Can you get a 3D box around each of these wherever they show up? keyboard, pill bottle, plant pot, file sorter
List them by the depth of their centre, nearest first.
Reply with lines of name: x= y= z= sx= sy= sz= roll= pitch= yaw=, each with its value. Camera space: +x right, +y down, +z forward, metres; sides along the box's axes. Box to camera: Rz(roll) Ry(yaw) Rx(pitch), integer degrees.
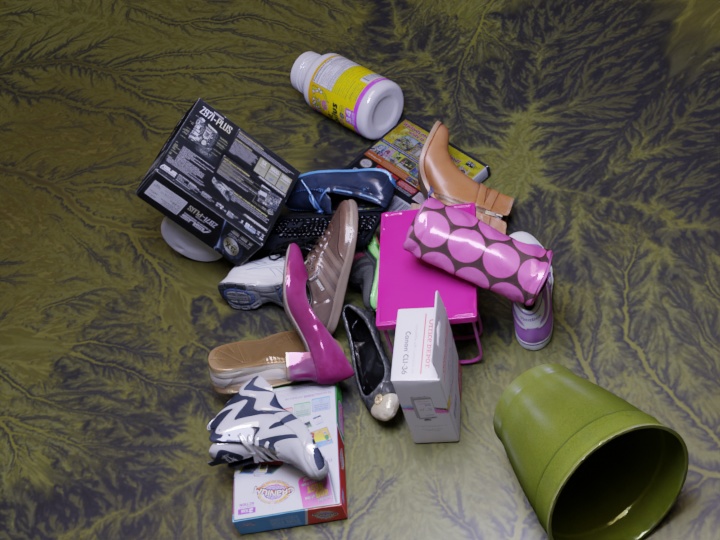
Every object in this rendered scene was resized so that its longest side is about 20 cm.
plant pot: x=0.266 y=0.219 z=1.426 sx=0.199 sy=0.201 sz=0.193 roll=-30 pitch=38 yaw=-9
file sorter: x=0.106 y=0.026 z=1.650 sx=0.138 sy=0.126 sz=0.201 roll=-6 pitch=52 yaw=12
keyboard: x=-0.071 y=-0.064 z=1.761 sx=0.199 sy=0.040 sz=0.104 roll=-2 pitch=42 yaw=29
pill bottle: x=-0.240 y=-0.125 z=1.878 sx=0.113 sy=0.115 sz=0.201 roll=5 pitch=54 yaw=20
pill bottle: x=-0.028 y=-0.307 z=1.969 sx=0.199 sy=0.105 sz=0.104 roll=33 pitch=66 yaw=34

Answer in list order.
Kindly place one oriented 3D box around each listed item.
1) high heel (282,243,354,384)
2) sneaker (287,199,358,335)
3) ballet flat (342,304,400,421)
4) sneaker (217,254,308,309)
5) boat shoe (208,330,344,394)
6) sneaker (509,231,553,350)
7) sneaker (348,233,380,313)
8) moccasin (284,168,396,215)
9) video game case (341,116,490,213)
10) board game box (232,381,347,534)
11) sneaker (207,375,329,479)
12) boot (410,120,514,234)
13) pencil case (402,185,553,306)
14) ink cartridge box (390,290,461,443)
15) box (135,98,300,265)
high heel: x=-0.061 y=0.059 z=1.620 sx=0.095 sy=0.067 sz=0.202 roll=-2 pitch=74 yaw=-5
sneaker: x=-0.053 y=-0.009 z=1.670 sx=0.075 sy=0.070 sz=0.202 roll=11 pitch=88 yaw=-8
ballet flat: x=0.009 y=0.132 z=1.630 sx=0.066 sy=0.057 sz=0.201 roll=-38 pitch=44 yaw=18
sneaker: x=-0.120 y=0.012 z=1.764 sx=0.198 sy=0.075 sz=0.087 roll=6 pitch=48 yaw=19
boat shoe: x=-0.123 y=0.138 z=1.665 sx=0.198 sy=0.070 sz=0.074 roll=-4 pitch=40 yaw=-15
sneaker: x=0.239 y=0.000 z=1.642 sx=0.072 sy=0.115 sz=0.202 roll=-13 pitch=49 yaw=8
sneaker: x=0.000 y=0.000 z=1.744 sx=0.083 sy=0.077 sz=0.201 roll=-23 pitch=39 yaw=5
moccasin: x=-0.043 y=-0.118 z=1.819 sx=0.199 sy=0.080 sz=0.069 roll=-8 pitch=57 yaw=31
video game case: x=0.079 y=-0.151 z=1.866 sx=0.181 sy=0.026 sz=0.200 roll=-41 pitch=52 yaw=-17
board game box: x=-0.098 y=0.253 z=1.583 sx=0.152 sy=0.040 sz=0.201 roll=-10 pitch=50 yaw=8
sneaker: x=-0.136 y=0.237 z=1.528 sx=0.129 sy=0.080 sz=0.199 roll=-36 pitch=51 yaw=-12
boot: x=0.161 y=-0.126 z=1.769 sx=0.153 sy=0.074 sz=0.202 roll=9 pitch=77 yaw=5
pencil case: x=0.162 y=-0.030 z=1.548 sx=0.199 sy=0.091 sz=0.094 roll=27 pitch=27 yaw=9
ink cartridge box: x=0.087 y=0.129 z=1.525 sx=0.067 sy=0.201 sz=0.117 roll=-3 pitch=51 yaw=13
box: x=-0.217 y=-0.135 z=1.769 sx=0.086 sy=0.199 sz=0.164 roll=-36 pitch=25 yaw=50
